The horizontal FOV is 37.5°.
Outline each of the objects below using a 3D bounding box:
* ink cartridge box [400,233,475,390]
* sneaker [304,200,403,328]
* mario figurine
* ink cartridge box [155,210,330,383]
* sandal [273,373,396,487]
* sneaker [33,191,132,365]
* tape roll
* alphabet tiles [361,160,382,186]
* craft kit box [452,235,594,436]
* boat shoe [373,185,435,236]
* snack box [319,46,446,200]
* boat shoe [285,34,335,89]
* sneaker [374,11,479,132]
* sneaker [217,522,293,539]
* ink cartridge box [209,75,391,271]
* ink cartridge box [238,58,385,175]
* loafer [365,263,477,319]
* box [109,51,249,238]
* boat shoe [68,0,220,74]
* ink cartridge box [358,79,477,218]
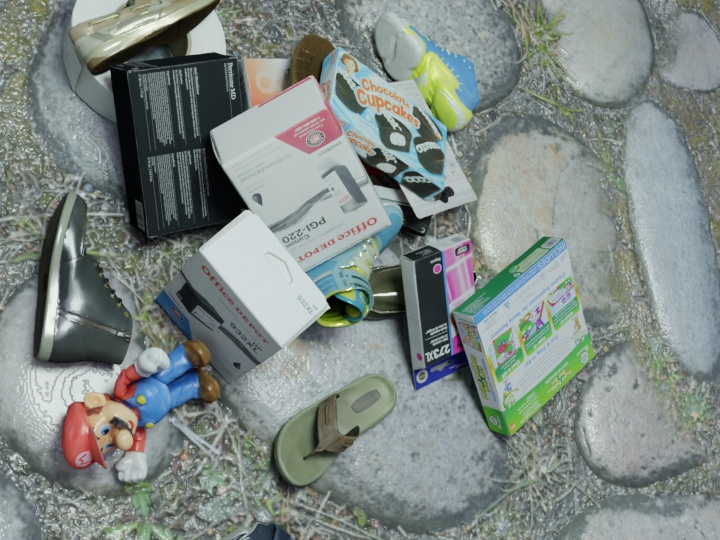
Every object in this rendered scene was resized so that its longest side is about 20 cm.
[{"bbox_3d":[0.107,0.059,1.393,0.094,0.037,0.201,-22,120,-29],"label":"ink cartridge box"},{"bbox_3d":[0.000,0.000,1.343,0.200,0.130,0.080,-41,128,-9],"label":"sneaker"},{"bbox_3d":[-0.246,0.165,1.212,0.200,0.106,0.124,-33,90,-32],"label":"mario figurine"},{"bbox_3d":[-0.143,0.037,1.247,0.084,0.200,0.145,-42,93,-30],"label":"ink cartridge box"},{"bbox_3d":[-0.029,0.190,1.332,0.201,0.057,0.080,-38,91,-30],"label":"sandal"},{"bbox_3d":[-0.320,0.012,1.253,0.106,0.075,0.201,10,78,-27],"label":"sneaker"},{"bbox_3d":[-0.278,-0.285,1.366,0.201,0.071,0.204,8,70,-23],"label":"tape roll"},{"bbox_3d":[-0.064,-0.144,1.451,0.200,0.015,0.196,42,61,-7],"label":"alphabet tiles"},{"bbox_3d":[0.227,0.088,1.445,0.200,0.048,0.198,-36,117,-31],"label":"craft kit box"},{"bbox_3d":[0.013,-0.084,1.421,0.199,0.069,0.057,7,89,-28],"label":"boat shoe"},{"bbox_3d":[0.030,-0.190,1.379,0.200,0.037,0.117,31,46,-30],"label":"snack box"},{"bbox_3d":[-0.069,-0.218,1.386,0.073,0.063,0.201,16,60,-21],"label":"boat shoe"},{"bbox_3d":[0.104,-0.300,1.559,0.105,0.076,0.200,-40,99,-42],"label":"sneaker"},{"bbox_3d":[-0.128,0.383,1.202,0.146,0.077,0.203,47,50,-17],"label":"sneaker"},{"bbox_3d":[-0.069,-0.109,1.285,0.145,0.200,0.085,-28,42,3],"label":"ink cartridge box"},{"bbox_3d":[-0.061,-0.204,1.437,0.199,0.050,0.163,-6,76,-24],"label":"ink cartridge box"},{"bbox_3d":[0.073,0.017,1.430,0.199,0.070,0.076,-9,77,-28],"label":"loafer"},{"bbox_3d":[-0.217,-0.156,1.297,0.141,0.079,0.201,-12,111,-26],"label":"box"},{"bbox_3d":[-0.262,-0.311,1.304,0.200,0.072,0.065,-34,90,-25],"label":"boat shoe"},{"bbox_3d":[0.061,-0.163,1.463,0.161,0.050,0.201,-20,82,-51],"label":"ink cartridge box"}]
